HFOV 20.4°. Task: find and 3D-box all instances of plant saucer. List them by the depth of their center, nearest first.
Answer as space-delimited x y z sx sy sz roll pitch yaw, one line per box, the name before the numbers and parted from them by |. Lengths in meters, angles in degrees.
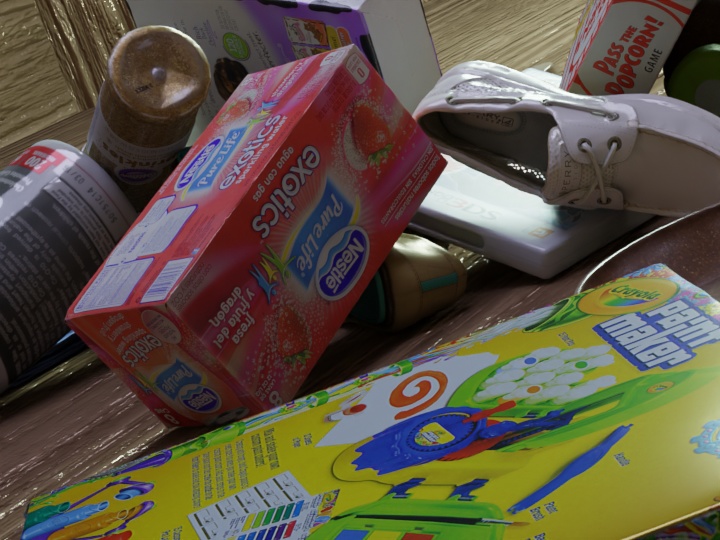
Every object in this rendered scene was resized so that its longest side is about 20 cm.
plant saucer | 0.196 -0.004 0.896 0.200 0.037 0.200 -21 11 4

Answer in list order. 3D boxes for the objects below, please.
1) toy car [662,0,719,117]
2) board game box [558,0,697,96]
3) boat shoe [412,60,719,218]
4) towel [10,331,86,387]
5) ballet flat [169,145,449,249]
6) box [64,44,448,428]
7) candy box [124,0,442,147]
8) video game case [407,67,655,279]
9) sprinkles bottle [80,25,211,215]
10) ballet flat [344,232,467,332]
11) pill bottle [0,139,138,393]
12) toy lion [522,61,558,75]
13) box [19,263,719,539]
toy car | 0.262 -0.193 1.214 0.158 0.200 0.164 1 15 16
board game box | 0.174 -0.171 1.225 0.200 0.046 0.152 -67 1 -59
boat shoe | 0.122 -0.062 1.115 0.200 0.071 0.069 14 30 23
towel | -0.275 0.062 1.489 0.200 0.024 0.145 -11 13 41
ballet flat | -0.034 -0.035 1.285 0.200 0.067 0.068 10 27 25
box | -0.055 -0.018 1.096 0.103 0.095 0.200 -9 39 48
candy box | -0.050 -0.148 1.392 0.200 0.168 0.072 11 51 29
video game case | 0.109 -0.066 1.226 0.182 0.023 0.200 22 38 40
sprinkles bottle | -0.150 -0.094 1.347 0.068 0.068 0.200 -25 -11 -21
ballet flat | 0.000 0.000 1.195 0.063 0.069 0.200 -14 16 -23
pill bottle | -0.249 0.014 1.340 0.200 0.114 0.114 -44 21 -27
toy lion | 0.059 -0.081 1.502 0.192 0.069 0.200 -32 13 -17
box | 0.025 0.099 0.466 0.193 0.122 0.200 -21 10 -1
